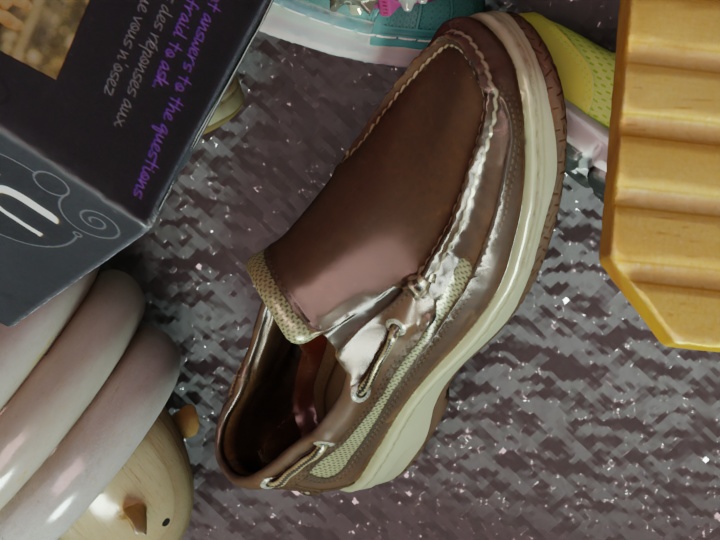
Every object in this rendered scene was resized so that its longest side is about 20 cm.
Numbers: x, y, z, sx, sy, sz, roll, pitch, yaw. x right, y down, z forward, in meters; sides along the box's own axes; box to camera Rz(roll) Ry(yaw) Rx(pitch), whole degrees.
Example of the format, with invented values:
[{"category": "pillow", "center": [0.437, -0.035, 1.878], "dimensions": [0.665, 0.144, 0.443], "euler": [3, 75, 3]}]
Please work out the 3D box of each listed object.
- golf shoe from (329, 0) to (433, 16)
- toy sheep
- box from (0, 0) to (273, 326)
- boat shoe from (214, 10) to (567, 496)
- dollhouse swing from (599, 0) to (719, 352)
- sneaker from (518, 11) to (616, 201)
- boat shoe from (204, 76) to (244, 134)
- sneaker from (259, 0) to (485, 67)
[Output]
[{"category": "golf shoe", "center": [-0.043, -0.157, 0.790], "dimensions": [0.200, 0.092, 0.075], "euler": [32, 159, -30]}, {"category": "toy sheep", "center": [-0.138, 0.032, 0.910], "dimensions": [0.200, 0.138, 0.138], "euler": [38, 112, -13]}, {"category": "box", "center": [-0.142, -0.090, 0.773], "dimensions": [0.200, 0.106, 0.122], "euler": [34, 153, -16]}, {"category": "boat shoe", "center": [0.003, 0.005, 0.857], "dimensions": [0.075, 0.075, 0.203], "euler": [56, 141, 35]}, {"category": "dollhouse swing", "center": [0.187, -0.059, 0.743], "dimensions": [0.175, 0.182, 0.201], "euler": [8, 84, -21]}, {"category": "sneaker", "center": [0.136, -0.043, 0.857], "dimensions": [0.199, 0.078, 0.091], "euler": [27, 91, 6]}, {"category": "boat shoe", "center": [-0.138, -0.078, 0.904], "dimensions": [0.199, 0.074, 0.067], "euler": [3, 113, 13]}, {"category": "sneaker", "center": [-0.042, -0.137, 0.863], "dimensions": [0.200, 0.071, 0.080], "euler": [28, 115, 5]}]
